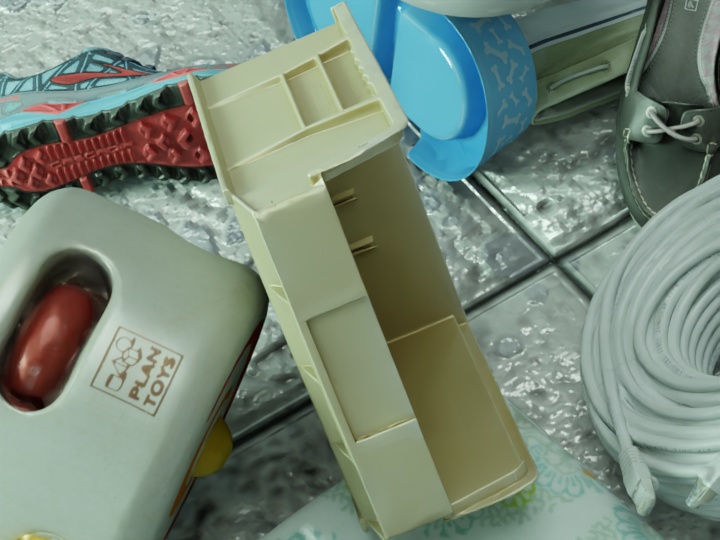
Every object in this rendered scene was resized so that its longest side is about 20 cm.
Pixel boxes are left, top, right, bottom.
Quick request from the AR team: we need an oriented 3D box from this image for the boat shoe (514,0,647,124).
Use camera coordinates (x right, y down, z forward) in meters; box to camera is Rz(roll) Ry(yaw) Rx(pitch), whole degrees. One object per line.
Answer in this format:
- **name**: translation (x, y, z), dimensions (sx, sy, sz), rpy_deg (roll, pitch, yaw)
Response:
- **boat shoe**: translation (0.179, -0.137, 1.433), dimensions (0.199, 0.072, 0.062), rpy_deg (-17, 74, -3)

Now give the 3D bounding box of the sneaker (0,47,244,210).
- **sneaker**: translation (-0.136, -0.105, 1.423), dimensions (0.199, 0.079, 0.096), rpy_deg (-9, 47, -1)

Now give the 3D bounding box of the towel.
- **towel**: translation (0.045, 0.160, 1.195), dimensions (0.200, 0.048, 0.171), rpy_deg (-32, 54, -20)

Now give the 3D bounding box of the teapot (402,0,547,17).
- **teapot**: translation (0.067, -0.229, 1.338), dimensions (0.200, 0.146, 0.197), rpy_deg (45, 89, 3)

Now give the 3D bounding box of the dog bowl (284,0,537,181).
- **dog bowl**: translation (0.030, -0.139, 1.417), dimensions (0.049, 0.112, 0.200), rpy_deg (-23, 50, -30)

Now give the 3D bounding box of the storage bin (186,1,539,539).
- **storage bin**: translation (0.000, 0.000, 1.192), dimensions (0.093, 0.200, 0.199), rpy_deg (-22, 25, -1)

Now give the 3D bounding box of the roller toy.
- **roller toy**: translation (-0.130, 0.065, 1.196), dimensions (0.139, 0.183, 0.200), rpy_deg (25, 27, 2)

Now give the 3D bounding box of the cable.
- **cable**: translation (0.206, 0.032, 1.225), dimensions (0.200, 0.069, 0.200), rpy_deg (-36, 36, 9)

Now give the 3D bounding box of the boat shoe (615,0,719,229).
- **boat shoe**: translation (0.182, -0.120, 1.358), dimensions (0.067, 0.057, 0.201), rpy_deg (10, 81, 13)
